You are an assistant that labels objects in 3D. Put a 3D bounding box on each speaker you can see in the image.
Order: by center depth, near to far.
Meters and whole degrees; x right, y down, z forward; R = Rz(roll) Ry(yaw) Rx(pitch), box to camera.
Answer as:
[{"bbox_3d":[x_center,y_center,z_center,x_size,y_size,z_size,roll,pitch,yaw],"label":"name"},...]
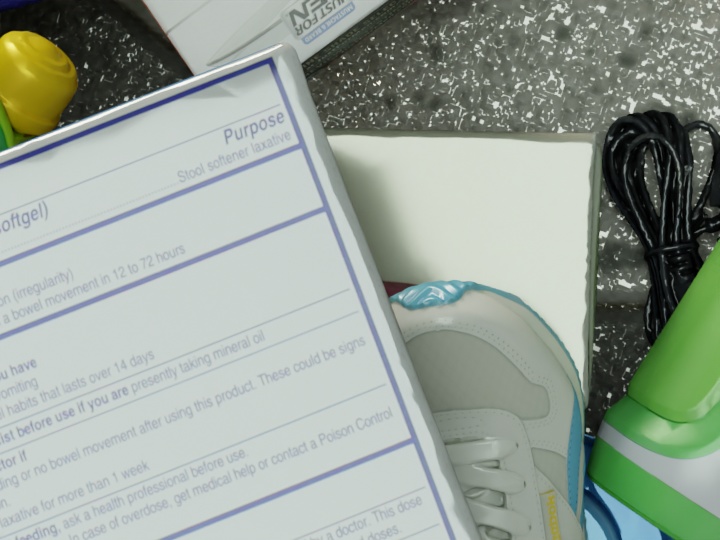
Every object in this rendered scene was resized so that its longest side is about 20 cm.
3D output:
[{"bbox_3d":[0.172,0.016,0.789,0.088,0.088,0.201,32,92,7],"label":"speaker"}]

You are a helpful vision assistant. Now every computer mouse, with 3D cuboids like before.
[{"bbox_3d":[0.213,-0.025,0.851,0.198,0.053,0.140,-15,83,5],"label":"computer mouse"}]

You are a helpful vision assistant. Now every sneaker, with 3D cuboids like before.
[{"bbox_3d":[0.051,0.095,0.748,0.076,0.081,0.201,-8,120,15],"label":"sneaker"}]

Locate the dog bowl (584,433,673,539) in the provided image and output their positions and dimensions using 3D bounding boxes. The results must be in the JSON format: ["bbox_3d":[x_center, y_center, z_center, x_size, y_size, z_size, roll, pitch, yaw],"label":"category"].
[{"bbox_3d":[0.071,0.167,0.854,0.110,0.050,0.202,9,87,7],"label":"dog bowl"}]

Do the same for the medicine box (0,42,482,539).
[{"bbox_3d":[-0.071,0.054,0.657,0.181,0.103,0.202,-21,85,-3],"label":"medicine box"}]

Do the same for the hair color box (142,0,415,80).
[{"bbox_3d":[-0.061,-0.170,0.768,0.111,0.064,0.201,-34,89,8],"label":"hair color box"}]

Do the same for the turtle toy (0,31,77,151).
[{"bbox_3d":[-0.218,-0.069,0.783,0.200,0.101,0.146,41,110,7],"label":"turtle toy"}]

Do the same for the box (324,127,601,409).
[{"bbox_3d":[0.000,0.000,0.834,0.198,0.128,0.110,2,87,6],"label":"box"}]

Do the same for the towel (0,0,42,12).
[{"bbox_3d":[-0.143,-0.210,0.830,0.146,0.050,0.202,-12,93,5],"label":"towel"}]
